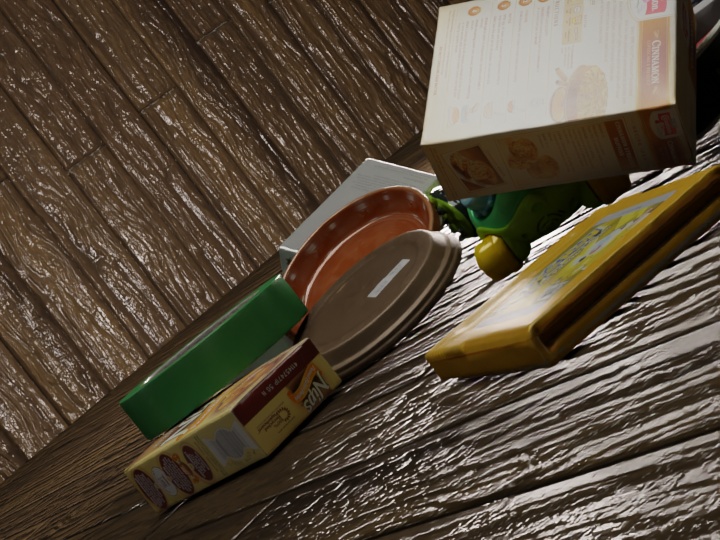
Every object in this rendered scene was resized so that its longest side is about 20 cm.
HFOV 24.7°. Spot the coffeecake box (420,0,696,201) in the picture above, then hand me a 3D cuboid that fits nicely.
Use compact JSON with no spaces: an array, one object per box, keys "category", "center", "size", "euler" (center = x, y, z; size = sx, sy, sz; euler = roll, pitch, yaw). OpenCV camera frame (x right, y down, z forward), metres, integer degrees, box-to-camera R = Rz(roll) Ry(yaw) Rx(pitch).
[{"category":"coffeecake box","center":[0.158,-0.147,1.288],"size":[0.199,0.073,0.154],"euler":[-8,50,21]}]

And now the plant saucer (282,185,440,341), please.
[{"category":"plant saucer","center":[0.000,0.000,1.673],"size":[0.200,0.032,0.201],"euler":[-30,35,23]}]

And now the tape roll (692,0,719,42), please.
[{"category":"tape roll","center":[0.350,-0.242,1.600],"size":[0.200,0.066,0.200],"euler":[-37,5,4]}]

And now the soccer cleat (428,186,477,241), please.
[{"category":"soccer cleat","center":[0.116,-0.079,1.732],"size":[0.081,0.068,0.200],"euler":[-45,2,5]}]

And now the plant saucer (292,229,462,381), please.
[{"category":"plant saucer","center":[0.009,0.030,1.526],"size":[0.200,0.029,0.200],"euler":[-37,17,14]}]

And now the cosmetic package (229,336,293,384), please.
[{"category":"cosmetic package","center":[-0.123,0.102,1.860],"size":[0.200,0.051,0.083],"euler":[-33,4,41]}]

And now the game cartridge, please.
[{"category":"game cartridge","center":[0.141,0.005,1.087],"size":[0.176,0.032,0.200],"euler":[-39,7,-17]}]

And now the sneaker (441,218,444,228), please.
[{"category":"sneaker","center":[0.069,-0.077,2.022],"size":[0.087,0.075,0.200],"euler":[-35,4,-34]}]

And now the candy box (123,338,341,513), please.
[{"category":"candy box","center":[-0.117,0.141,1.474],"size":[0.200,0.055,0.115],"euler":[-31,8,48]}]

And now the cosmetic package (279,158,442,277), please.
[{"category":"cosmetic package","center":[0.004,-0.040,1.843],"size":[0.101,0.074,0.200],"euler":[16,43,27]}]

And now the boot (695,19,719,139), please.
[{"category":"boot","center":[0.309,-0.183,1.378],"size":[0.200,0.072,0.144],"euler":[-41,4,1]}]

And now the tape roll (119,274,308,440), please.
[{"category":"tape roll","center":[-0.142,0.083,1.592],"size":[0.200,0.048,0.200],"euler":[-38,4,3]}]

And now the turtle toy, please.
[{"category":"turtle toy","center":[0.144,-0.080,1.394],"size":[0.146,0.101,0.200],"euler":[-36,6,12]}]
